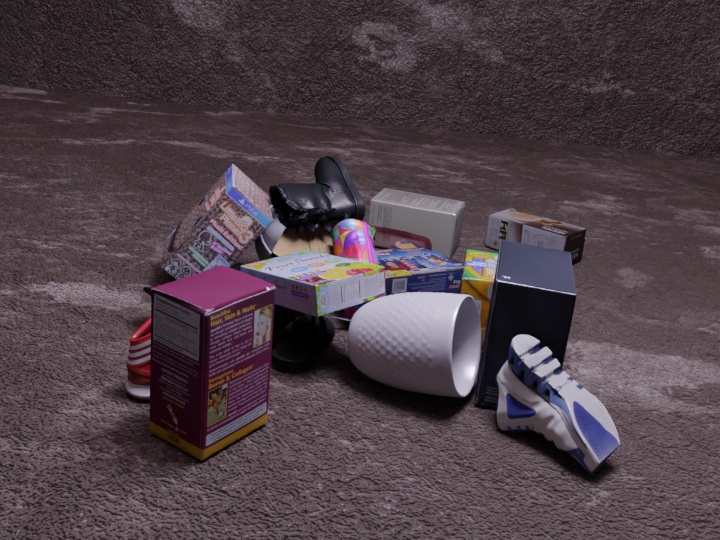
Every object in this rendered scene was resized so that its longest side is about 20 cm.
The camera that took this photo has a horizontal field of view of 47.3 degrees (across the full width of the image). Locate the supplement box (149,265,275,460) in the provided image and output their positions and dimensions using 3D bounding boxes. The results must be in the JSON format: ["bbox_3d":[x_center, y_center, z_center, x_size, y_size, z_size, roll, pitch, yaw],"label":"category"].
[{"bbox_3d":[-0.190,0.114,1.047,0.102,0.203,0.130,18,22,31],"label":"supplement box"}]

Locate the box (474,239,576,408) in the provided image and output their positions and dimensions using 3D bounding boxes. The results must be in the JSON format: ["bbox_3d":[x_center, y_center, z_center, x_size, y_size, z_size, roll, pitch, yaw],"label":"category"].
[{"bbox_3d":[0.252,0.083,1.255,0.121,0.201,0.200,9,21,9],"label":"box"}]

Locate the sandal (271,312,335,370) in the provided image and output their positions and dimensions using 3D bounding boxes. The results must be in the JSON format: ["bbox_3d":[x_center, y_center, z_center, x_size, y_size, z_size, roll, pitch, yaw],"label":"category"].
[{"bbox_3d":[-0.086,0.101,1.332,0.074,0.049,0.201,10,19,8],"label":"sandal"}]

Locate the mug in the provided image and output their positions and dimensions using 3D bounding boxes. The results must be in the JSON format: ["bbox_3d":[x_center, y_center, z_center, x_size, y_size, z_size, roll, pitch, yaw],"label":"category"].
[{"bbox_3d":[0.086,0.112,1.246,0.173,0.150,0.200,2,-14,25],"label":"mug"}]

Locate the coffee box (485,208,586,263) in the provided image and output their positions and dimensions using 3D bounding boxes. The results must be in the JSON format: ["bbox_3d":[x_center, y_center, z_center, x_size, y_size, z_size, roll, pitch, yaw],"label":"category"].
[{"bbox_3d":[0.405,-0.077,1.906,0.198,0.081,0.114,20,25,35],"label":"coffee box"}]

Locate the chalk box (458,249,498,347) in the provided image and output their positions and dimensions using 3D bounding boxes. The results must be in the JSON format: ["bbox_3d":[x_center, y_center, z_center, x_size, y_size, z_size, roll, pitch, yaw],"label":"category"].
[{"bbox_3d":[0.238,0.043,1.469,0.122,0.127,0.200,9,21,9],"label":"chalk box"}]

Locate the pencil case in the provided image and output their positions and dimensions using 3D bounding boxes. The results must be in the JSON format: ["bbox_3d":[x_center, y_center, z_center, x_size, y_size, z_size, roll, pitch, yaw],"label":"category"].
[{"bbox_3d":[0.000,0.000,1.474,0.087,0.089,0.202,-1,50,-17],"label":"pencil case"}]

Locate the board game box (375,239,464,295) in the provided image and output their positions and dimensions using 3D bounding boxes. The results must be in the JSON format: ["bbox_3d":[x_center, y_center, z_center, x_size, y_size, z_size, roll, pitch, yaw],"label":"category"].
[{"bbox_3d":[0.087,-0.002,1.642,0.197,0.063,0.200,-5,21,-26],"label":"board game box"}]

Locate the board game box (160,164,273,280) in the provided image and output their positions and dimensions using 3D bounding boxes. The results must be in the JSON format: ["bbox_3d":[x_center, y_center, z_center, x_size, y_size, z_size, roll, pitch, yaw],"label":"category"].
[{"bbox_3d":[-0.264,-0.074,1.519,0.097,0.200,0.160,40,9,-21],"label":"board game box"}]

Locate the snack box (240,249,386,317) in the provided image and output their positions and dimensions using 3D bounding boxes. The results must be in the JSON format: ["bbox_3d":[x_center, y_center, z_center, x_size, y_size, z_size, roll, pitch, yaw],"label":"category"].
[{"bbox_3d":[-0.077,0.016,1.292,0.141,0.054,0.199,-13,17,-39],"label":"snack box"}]

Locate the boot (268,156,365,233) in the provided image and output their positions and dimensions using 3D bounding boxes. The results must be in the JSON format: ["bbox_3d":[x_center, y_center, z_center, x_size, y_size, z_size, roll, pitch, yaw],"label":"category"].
[{"bbox_3d":[-0.095,-0.149,1.564,0.160,0.074,0.199,-6,43,-26],"label":"boot"}]

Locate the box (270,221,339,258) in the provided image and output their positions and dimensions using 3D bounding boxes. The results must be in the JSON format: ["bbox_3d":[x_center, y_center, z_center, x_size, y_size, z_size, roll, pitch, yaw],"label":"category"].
[{"bbox_3d":[-0.067,-0.048,1.554,0.162,0.021,0.201,29,41,-6],"label":"box"}]

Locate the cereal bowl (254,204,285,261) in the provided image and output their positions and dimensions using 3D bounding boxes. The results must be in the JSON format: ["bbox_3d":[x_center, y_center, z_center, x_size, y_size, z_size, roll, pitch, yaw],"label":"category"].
[{"bbox_3d":[-0.116,-0.035,1.589,0.198,0.084,0.202,18,44,-19],"label":"cereal bowl"}]

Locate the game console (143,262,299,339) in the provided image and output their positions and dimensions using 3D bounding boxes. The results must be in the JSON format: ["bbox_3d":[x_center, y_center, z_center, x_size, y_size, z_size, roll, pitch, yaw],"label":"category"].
[{"bbox_3d":[-0.220,0.040,1.340,0.199,0.119,0.172,25,61,41],"label":"game console"}]

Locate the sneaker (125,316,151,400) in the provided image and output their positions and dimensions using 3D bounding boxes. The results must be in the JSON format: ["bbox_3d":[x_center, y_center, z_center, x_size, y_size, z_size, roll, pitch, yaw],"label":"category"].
[{"bbox_3d":[-0.230,0.112,1.162,0.198,0.117,0.078,-7,23,-32],"label":"sneaker"}]

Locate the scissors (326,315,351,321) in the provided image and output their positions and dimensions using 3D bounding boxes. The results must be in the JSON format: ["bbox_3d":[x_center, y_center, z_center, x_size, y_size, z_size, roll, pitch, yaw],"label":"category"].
[{"bbox_3d":[0.043,0.095,1.422,0.197,0.014,0.073,14,25,12],"label":"scissors"}]

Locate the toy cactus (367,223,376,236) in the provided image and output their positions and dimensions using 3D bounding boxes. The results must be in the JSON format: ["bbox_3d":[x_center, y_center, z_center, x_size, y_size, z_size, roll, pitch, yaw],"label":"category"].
[{"bbox_3d":[-0.063,-0.090,1.699,0.197,0.167,0.103,-3,30,-3],"label":"toy cactus"}]

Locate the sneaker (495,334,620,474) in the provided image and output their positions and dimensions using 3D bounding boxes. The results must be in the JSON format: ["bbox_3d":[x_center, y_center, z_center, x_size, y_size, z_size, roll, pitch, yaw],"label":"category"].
[{"bbox_3d":[0.254,0.197,1.129,0.080,0.116,0.200,-15,58,-41],"label":"sneaker"}]

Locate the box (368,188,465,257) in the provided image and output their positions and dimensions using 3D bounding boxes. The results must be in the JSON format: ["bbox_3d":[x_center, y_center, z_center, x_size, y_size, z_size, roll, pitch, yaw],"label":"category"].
[{"bbox_3d":[0.126,-0.107,1.870,0.197,0.111,0.128,12,20,15],"label":"box"}]
